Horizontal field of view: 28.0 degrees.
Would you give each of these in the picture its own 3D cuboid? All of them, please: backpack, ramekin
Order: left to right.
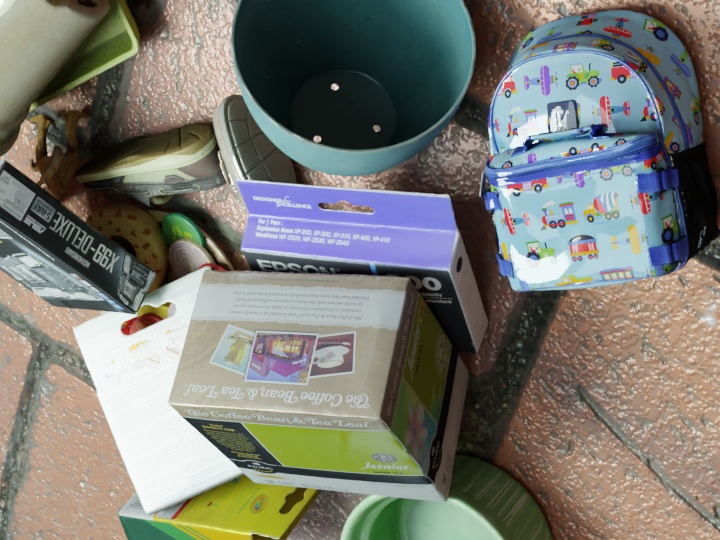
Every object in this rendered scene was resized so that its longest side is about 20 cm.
[{"bbox_3d":[0.088,0.275,1.378,0.199,0.098,0.202,12,116,26],"label":"ramekin"},{"bbox_3d":[0.182,-0.098,1.147,0.181,0.134,0.202,-2,106,31],"label":"backpack"}]

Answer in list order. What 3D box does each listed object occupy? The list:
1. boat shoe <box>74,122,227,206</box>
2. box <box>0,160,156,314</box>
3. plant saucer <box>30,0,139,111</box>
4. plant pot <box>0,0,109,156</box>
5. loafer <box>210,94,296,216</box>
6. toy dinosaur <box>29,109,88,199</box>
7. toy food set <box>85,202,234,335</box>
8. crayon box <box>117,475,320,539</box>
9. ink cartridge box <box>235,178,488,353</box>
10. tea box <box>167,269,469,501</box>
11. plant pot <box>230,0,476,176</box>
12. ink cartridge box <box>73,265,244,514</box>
[{"bbox_3d":[-0.207,-0.094,1.413,0.199,0.073,0.065,-4,122,47],"label":"boat shoe"},{"bbox_3d":[-0.318,-0.031,1.392,0.157,0.050,0.200,3,151,46],"label":"box"},{"bbox_3d":[-0.313,-0.277,1.422,0.199,0.048,0.201,-20,99,35],"label":"plant saucer"},{"bbox_3d":[-0.336,-0.235,1.323,0.183,0.200,0.201,-35,90,24],"label":"plant pot"},{"bbox_3d":[-0.091,-0.066,1.366,0.063,0.072,0.201,-24,99,43],"label":"loafer"},{"bbox_3d":[-0.303,-0.109,1.451,0.200,0.060,0.107,138,131,-73],"label":"toy dinosaur"},{"bbox_3d":[-0.199,0.030,1.480,0.197,0.049,0.202,14,116,26],"label":"toy food set"},{"bbox_3d":[-0.131,0.240,1.475,0.199,0.127,0.051,3,122,31],"label":"crayon box"},{"bbox_3d":[0.000,0.000,1.271,0.196,0.044,0.201,5,147,19],"label":"ink cartridge box"},{"bbox_3d":[-0.030,0.103,1.274,0.198,0.135,0.197,2,154,22],"label":"tea box"},{"bbox_3d":[-0.011,-0.160,1.221,0.200,0.200,0.135,40,160,11],"label":"plant pot"},{"bbox_3d":[-0.176,0.119,1.432,0.161,0.050,0.201,-24,83,10],"label":"ink cartridge box"}]
